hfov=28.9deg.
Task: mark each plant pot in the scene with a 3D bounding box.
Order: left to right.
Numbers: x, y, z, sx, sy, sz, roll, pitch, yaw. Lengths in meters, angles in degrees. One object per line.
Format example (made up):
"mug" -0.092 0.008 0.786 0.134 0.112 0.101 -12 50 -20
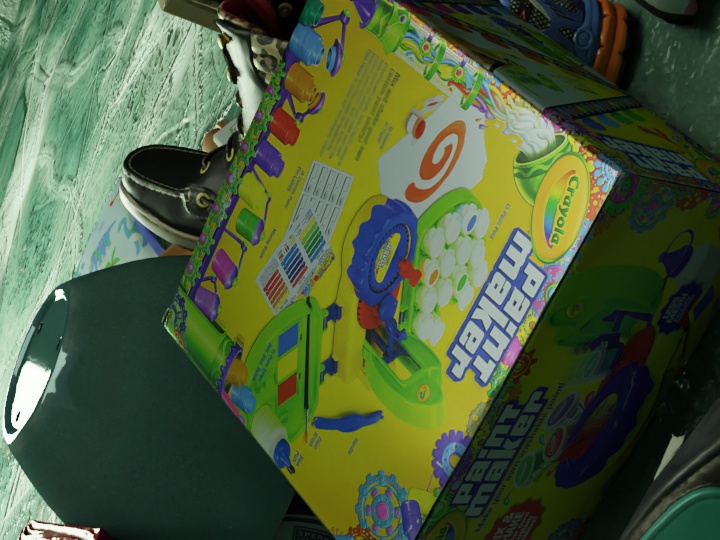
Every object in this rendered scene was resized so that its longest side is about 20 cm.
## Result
"plant pot" -0.125 0.073 0.803 0.200 0.134 0.202 -45 33 40

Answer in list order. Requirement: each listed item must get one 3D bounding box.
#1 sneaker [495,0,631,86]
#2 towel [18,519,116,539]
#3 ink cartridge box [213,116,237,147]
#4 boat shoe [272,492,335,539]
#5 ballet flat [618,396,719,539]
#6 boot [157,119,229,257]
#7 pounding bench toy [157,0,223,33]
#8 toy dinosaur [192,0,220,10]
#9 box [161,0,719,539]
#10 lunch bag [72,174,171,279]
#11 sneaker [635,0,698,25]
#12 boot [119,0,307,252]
"sneaker" 0.067 -0.128 0.774 0.199 0.078 0.076 -1 72 65
"towel" -0.100 0.205 0.778 0.023 0.200 0.144 -53 17 -22
"ink cartridge box" -0.002 -0.125 0.913 0.199 0.037 0.095 -40 27 -1
"boat shoe" -0.068 0.165 0.878 0.200 0.070 0.092 -38 36 46
"ballet flat" 0.148 0.066 0.496 0.073 0.072 0.201 -104 33 -50
"boot" -0.125 0.001 0.978 0.077 0.153 0.202 66 -176 -70
"pounding bench toy" -0.119 -0.295 1.145 0.157 0.198 0.125 -63 25 21
"toy dinosaur" -0.061 -0.130 1.021 0.060 0.202 0.106 -17 22 12
"box" 0.038 0.000 0.621 0.193 0.121 0.202 45 117 38
"lunch bag" -0.167 0.029 1.123 0.171 0.126 0.201 -63 16 20
"sneaker" 0.112 -0.210 0.683 0.200 0.080 0.087 45 107 18
"boot" -0.058 -0.079 0.770 0.198 0.073 0.152 21 131 31
